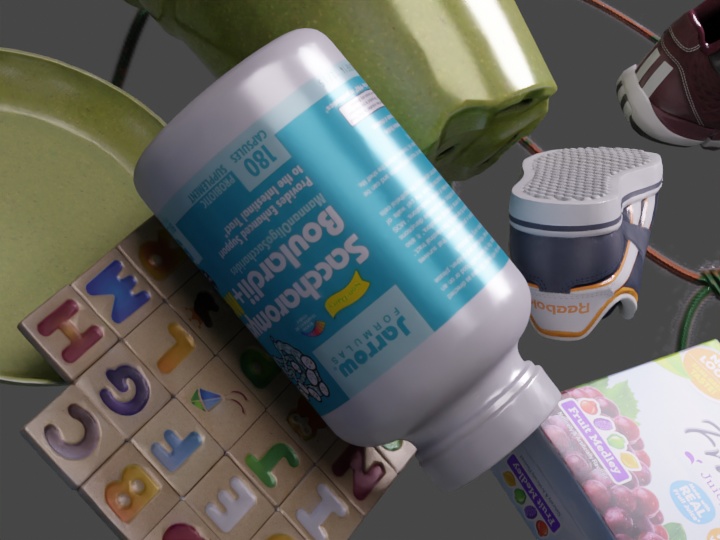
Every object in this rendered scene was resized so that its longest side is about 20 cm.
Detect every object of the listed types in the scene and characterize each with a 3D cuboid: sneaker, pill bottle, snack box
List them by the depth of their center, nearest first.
[{"bbox_3d":[0.000,0.000,0.681,0.200,0.111,0.111,50,46,0],"label":"pill bottle"},{"bbox_3d":[0.171,0.138,0.729,0.142,0.053,0.200,-13,59,-37],"label":"snack box"},{"bbox_3d":[0.118,-0.019,0.830,0.078,0.080,0.200,3,15,19],"label":"sneaker"},{"bbox_3d":[0.270,-0.125,0.968,0.199,0.116,0.076,3,51,-26],"label":"sneaker"}]

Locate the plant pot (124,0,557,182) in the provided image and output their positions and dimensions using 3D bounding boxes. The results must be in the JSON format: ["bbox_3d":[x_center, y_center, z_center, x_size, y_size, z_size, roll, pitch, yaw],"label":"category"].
[{"bbox_3d":[-0.001,-0.129,0.793,0.200,0.200,0.184,-23,76,-40],"label":"plant pot"}]

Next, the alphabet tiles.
[{"bbox_3d":[-0.055,0.051,0.688,0.166,0.006,0.200,48,44,-4],"label":"alphabet tiles"}]

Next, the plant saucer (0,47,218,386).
[{"bbox_3d":[-0.161,-0.023,0.710,0.199,0.031,0.200,16,46,-16],"label":"plant saucer"}]
